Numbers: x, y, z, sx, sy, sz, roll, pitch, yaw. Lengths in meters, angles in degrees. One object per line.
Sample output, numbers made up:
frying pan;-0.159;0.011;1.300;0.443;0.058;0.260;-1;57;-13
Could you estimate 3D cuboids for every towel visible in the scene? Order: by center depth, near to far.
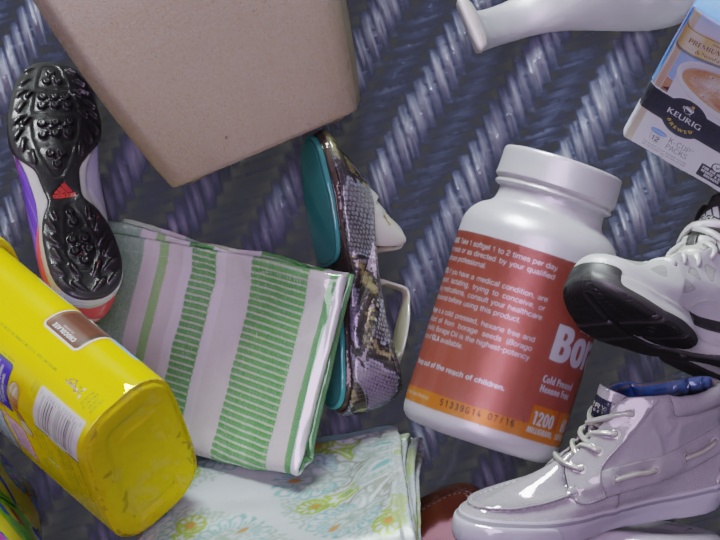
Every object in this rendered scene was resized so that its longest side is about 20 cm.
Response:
towel;-0.054;0.168;1.394;0.200;0.171;0.048;-11;111;5
towel;-0.109;0.053;1.443;0.200;0.023;0.153;12;89;27

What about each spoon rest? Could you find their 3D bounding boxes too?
spoon rest;0.160;-0.202;1.454;0.200;0.061;0.100;-21;87;-9

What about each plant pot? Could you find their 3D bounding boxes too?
plant pot;-0.096;-0.166;1.411;0.199;0.200;0.177;-22;98;4

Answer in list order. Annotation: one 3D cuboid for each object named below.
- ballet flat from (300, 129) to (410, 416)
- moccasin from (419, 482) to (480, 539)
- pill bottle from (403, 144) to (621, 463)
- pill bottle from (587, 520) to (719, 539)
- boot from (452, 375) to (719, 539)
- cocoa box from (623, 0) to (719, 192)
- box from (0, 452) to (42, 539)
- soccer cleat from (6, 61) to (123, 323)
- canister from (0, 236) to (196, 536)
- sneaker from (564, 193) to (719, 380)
ballet flat;0.000;0.000;1.455;0.072;0.072;0.201;-6;87;5
moccasin;0.009;0.221;1.429;0.201;0.078;0.074;-34;85;3
pill bottle;0.109;0.022;1.412;0.112;0.112;0.200;18;90;6
pill bottle;0.184;0.272;1.394;0.109;0.110;0.200;5;90;6
boot;0.150;0.120;1.356;0.200;0.074;0.096;-9;108;-24
cocoa box;0.303;-0.119;1.368;0.200;0.131;0.133;31;52;6
box;-0.317;0.155;1.373;0.122;0.193;0.200;-38;112;3
soccer cleat;-0.213;-0.054;1.469;0.068;0.073;0.200;-6;64;-19
canister;-0.209;0.075;1.389;0.087;0.149;0.200;-41;57;-21
sneaker;0.208;-0.004;1.378;0.076;0.200;0.116;-3;71;42
